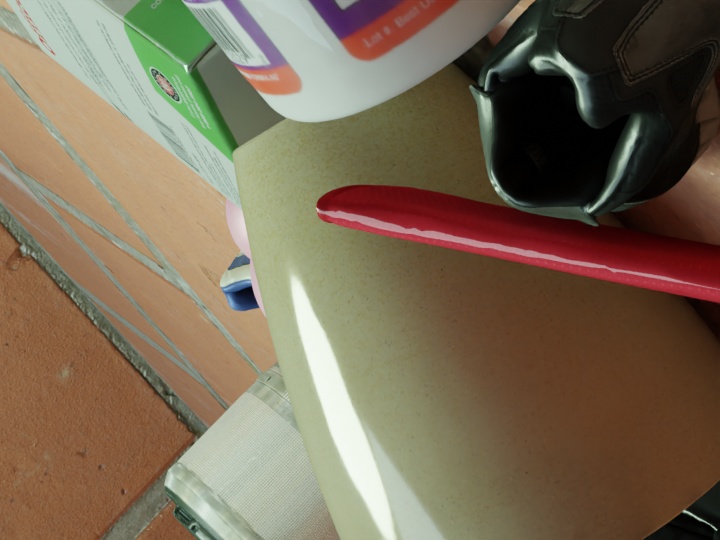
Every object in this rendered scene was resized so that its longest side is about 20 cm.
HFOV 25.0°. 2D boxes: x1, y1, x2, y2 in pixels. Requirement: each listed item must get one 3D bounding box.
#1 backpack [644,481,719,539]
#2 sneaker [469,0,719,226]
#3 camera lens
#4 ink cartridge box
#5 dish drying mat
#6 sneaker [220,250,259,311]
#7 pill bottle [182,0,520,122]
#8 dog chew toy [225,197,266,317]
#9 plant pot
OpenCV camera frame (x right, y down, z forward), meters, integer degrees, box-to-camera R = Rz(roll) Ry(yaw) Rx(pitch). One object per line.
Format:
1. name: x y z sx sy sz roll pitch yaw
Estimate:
1. backpack: 0.157 0.175 0.848 0.200 0.167 0.127 -1 131 52
2. sneaker: 0.069 -0.050 0.496 0.066 0.090 0.200 43 168 9
3. camera lens: -0.065 0.183 1.476 0.160 0.200 0.160 42 168 11
4. ink cartridge box: -0.098 -0.129 0.796 0.200 0.084 0.146 38 167 29
5. dish drying mat: 0.091 -0.004 0.513 0.200 0.018 0.077 12 -175 20
6. sneaker: -0.007 0.039 1.068 0.200 0.088 0.075 35 163 33
7. pill bottle: -0.038 -0.150 0.462 0.200 0.111 0.111 51 167 -27
8. dog chew toy: 0.000 0.000 0.849 0.200 0.125 0.125 46 171 33
9. plant pot: 0.037 0.014 0.675 0.200 0.187 0.187 60 166 -6
